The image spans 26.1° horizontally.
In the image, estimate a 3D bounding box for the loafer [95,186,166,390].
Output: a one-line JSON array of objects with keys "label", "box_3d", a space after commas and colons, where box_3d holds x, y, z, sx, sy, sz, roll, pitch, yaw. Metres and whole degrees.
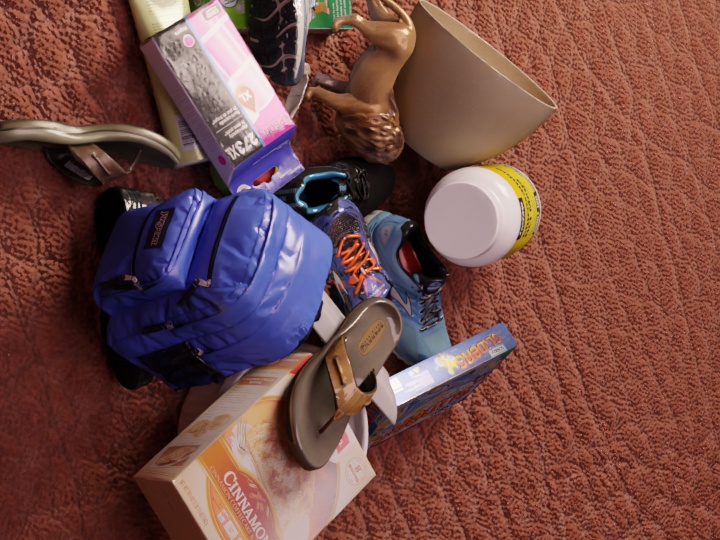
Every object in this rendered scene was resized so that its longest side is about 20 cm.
[{"label": "loafer", "box_3d": [-0.216, 0.017, 1.551, 0.072, 0.072, 0.202, -2, 91, -44]}]

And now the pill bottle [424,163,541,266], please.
[{"label": "pill bottle", "box_3d": [0.137, -0.063, 1.775, 0.200, 0.111, 0.114, -20, 105, -72]}]

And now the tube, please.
[{"label": "tube", "box_3d": [-0.191, -0.208, 1.594, 0.058, 0.051, 0.202, -39, 117, -80]}]

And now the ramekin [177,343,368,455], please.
[{"label": "ramekin", "box_3d": [-0.098, 0.174, 1.628, 0.199, 0.105, 0.202, 0, 89, -40]}]

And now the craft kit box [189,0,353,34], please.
[{"label": "craft kit box", "box_3d": [-0.100, -0.358, 1.674, 0.196, 0.048, 0.202, -8, 95, -38]}]

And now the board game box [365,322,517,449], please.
[{"label": "board game box", "box_3d": [0.073, 0.137, 1.760, 0.199, 0.136, 0.035, -23, 71, -38]}]

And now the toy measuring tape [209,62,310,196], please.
[{"label": "toy measuring tape", "box_3d": [-0.112, -0.145, 1.645, 0.073, 0.073, 0.202, 32, 69, -36]}]

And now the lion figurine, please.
[{"label": "lion figurine", "box_3d": [0.015, -0.218, 1.692, 0.122, 0.201, 0.073, 23, 29, -1]}]

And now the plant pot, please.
[{"label": "plant pot", "box_3d": [0.107, -0.195, 1.776, 0.199, 0.201, 0.135, 27, 107, -37]}]

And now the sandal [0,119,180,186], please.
[{"label": "sandal", "box_3d": [-0.272, -0.111, 1.502, 0.199, 0.080, 0.058, 2, 83, -31]}]

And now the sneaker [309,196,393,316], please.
[{"label": "sneaker", "box_3d": [0.000, 0.000, 1.687, 0.075, 0.078, 0.201, -39, 137, -15]}]

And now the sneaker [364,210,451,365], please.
[{"label": "sneaker", "box_3d": [0.062, 0.028, 1.777, 0.078, 0.090, 0.201, -37, 114, -34]}]

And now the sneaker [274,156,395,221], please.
[{"label": "sneaker", "box_3d": [-0.025, -0.084, 1.709, 0.199, 0.082, 0.074, -17, 98, -41]}]

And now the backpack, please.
[{"label": "backpack", "box_3d": [-0.137, 0.012, 1.442, 0.168, 0.199, 0.164, 37, 55, -40]}]

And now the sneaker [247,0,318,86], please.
[{"label": "sneaker", "box_3d": [-0.066, -0.295, 1.628, 0.086, 0.077, 0.202, -5, 93, -44]}]

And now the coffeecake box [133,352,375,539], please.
[{"label": "coffeecake box", "box_3d": [-0.099, 0.200, 1.511, 0.200, 0.073, 0.154, -42, 115, -33]}]

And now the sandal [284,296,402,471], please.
[{"label": "sandal", "box_3d": [-0.008, 0.105, 1.509, 0.200, 0.054, 0.082, -51, 120, -32]}]

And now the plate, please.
[{"label": "plate", "box_3d": [-0.037, 0.048, 1.629, 0.032, 0.200, 0.200, -38, 117, 0]}]

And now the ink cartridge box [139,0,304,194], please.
[{"label": "ink cartridge box", "box_3d": [-0.133, -0.168, 1.578, 0.095, 0.037, 0.201, -38, 104, -34]}]
